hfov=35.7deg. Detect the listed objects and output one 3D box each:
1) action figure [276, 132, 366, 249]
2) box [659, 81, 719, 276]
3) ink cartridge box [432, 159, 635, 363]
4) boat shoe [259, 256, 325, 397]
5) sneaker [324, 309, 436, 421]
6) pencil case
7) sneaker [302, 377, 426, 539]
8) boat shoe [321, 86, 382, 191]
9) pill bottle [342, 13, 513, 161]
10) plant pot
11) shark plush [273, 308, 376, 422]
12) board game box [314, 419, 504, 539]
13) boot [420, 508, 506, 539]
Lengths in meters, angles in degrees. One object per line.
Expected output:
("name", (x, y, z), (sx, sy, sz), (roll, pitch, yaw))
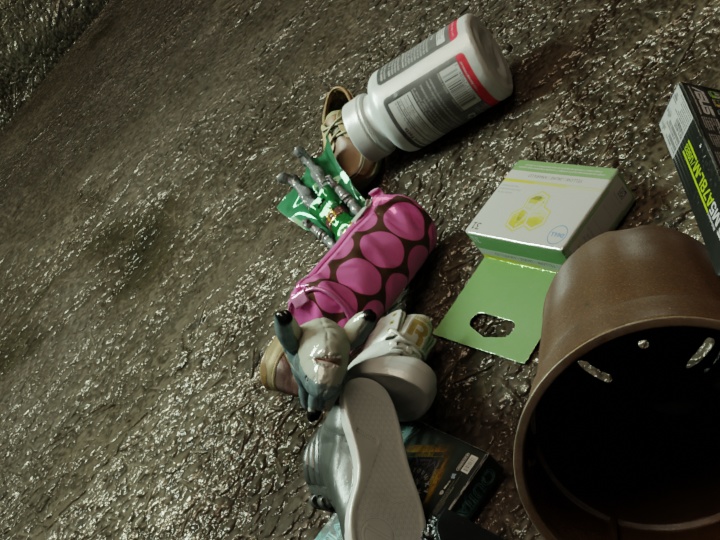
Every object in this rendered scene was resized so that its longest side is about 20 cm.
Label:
("action figure", (-0.036, -0.075, 1.360), (0.119, 0.054, 0.200), (-57, 45, 17))
("box", (0.329, -0.053, 0.806), (0.202, 0.190, 0.048), (-91, 16, -51))
("ink cartridge box", (0.158, -0.016, 1.091), (0.201, 0.048, 0.145), (-51, 31, -16))
("boat shoe", (-0.031, 0.055, 1.224), (0.071, 0.073, 0.201), (16, 55, 30))
("sneaker", (0.035, 0.080, 1.054), (0.116, 0.073, 0.200), (-55, 11, -22))
("pencil case", (0.000, 0.000, 1.171), (0.090, 0.094, 0.200), (-20, 22, 41))
("sneaker", (0.000, 0.202, 0.947), (0.100, 0.070, 0.203), (125, 145, -46))
("boat shoe", (-0.022, -0.174, 1.472), (0.075, 0.074, 0.201), (-33, 32, 18))
("pill bottle", (0.078, -0.215, 1.365), (0.198, 0.111, 0.112), (-28, 34, 25))
("plant pot", (0.202, 0.076, 0.777), (0.199, 0.201, 0.199), (-32, 18, 19))
("shark plush", (-0.051, 0.098, 1.030), (0.200, 0.089, 0.085), (135, 134, -61))
("board game box", (0.023, 0.227, 0.971), (0.201, 0.028, 0.135), (-52, 29, -13))
("boot", (0.092, 0.256, 0.709), (0.166, 0.077, 0.201), (18, 41, 6))
